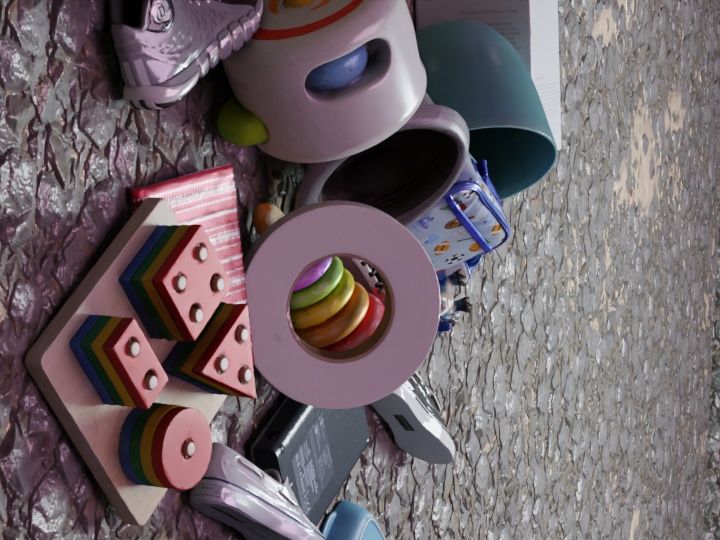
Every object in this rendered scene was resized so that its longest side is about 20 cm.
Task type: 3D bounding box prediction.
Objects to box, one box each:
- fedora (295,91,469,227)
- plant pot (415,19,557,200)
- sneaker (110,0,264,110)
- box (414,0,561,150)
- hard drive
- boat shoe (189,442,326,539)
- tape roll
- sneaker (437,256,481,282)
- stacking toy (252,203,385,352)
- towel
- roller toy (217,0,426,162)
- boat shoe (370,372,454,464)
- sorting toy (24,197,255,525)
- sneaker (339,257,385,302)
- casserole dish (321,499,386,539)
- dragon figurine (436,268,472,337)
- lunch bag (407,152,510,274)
[{"bbox_3d":[0.013,-0.120,1.590,0.176,0.200,0.091,6,49,-37],"label":"fedora"},{"bbox_3d":[0.112,-0.185,1.794,0.200,0.199,0.162,37,40,-60],"label":"plant pot"},{"bbox_3d":[-0.152,-0.234,1.358,0.200,0.074,0.116,-58,139,-45],"label":"sneaker"},{"bbox_3d":[0.157,-0.241,1.926,0.106,0.151,0.202,-20,111,-62],"label":"box"},{"bbox_3d":[-0.048,0.182,1.652,0.200,0.033,0.141,-53,140,-50],"label":"hard drive"},{"bbox_3d":[-0.087,0.224,1.518,0.200,0.073,0.067,45,49,-50],"label":"boat shoe"},{"bbox_3d":[-0.023,0.034,1.527,0.037,0.201,0.205,-131,-143,-75],"label":"tape roll"},{"bbox_3d":[0.122,-0.043,1.950,0.201,0.081,0.074,-63,144,-45],"label":"sneaker"},{"bbox_3d":[-0.052,0.012,1.581,0.201,0.109,0.116,61,37,-30],"label":"stacking toy"},{"bbox_3d":[-0.152,0.013,1.425,0.144,0.022,0.202,-23,112,-56],"label":"towel"},{"bbox_3d":[-0.037,-0.205,1.474,0.201,0.181,0.141,-62,142,-44],"label":"roller toy"},{"bbox_3d":[0.067,0.162,1.860,0.200,0.070,0.064,57,43,-48],"label":"boat shoe"},{"bbox_3d":[-0.162,0.078,1.327,0.201,0.069,0.200,-59,138,-39],"label":"sorting toy"},{"bbox_3d":[0.000,0.000,1.687,0.077,0.081,0.202,-54,137,-50],"label":"sneaker"},{"bbox_3d":[0.003,0.347,1.776,0.201,0.038,0.122,68,35,-43],"label":"casserole dish"},{"bbox_3d":[0.055,0.037,1.755,0.099,0.199,0.059,-16,100,-32],"label":"dragon figurine"},{"bbox_3d":[0.082,-0.063,1.759,0.200,0.159,0.076,44,27,-64],"label":"lunch bag"}]
